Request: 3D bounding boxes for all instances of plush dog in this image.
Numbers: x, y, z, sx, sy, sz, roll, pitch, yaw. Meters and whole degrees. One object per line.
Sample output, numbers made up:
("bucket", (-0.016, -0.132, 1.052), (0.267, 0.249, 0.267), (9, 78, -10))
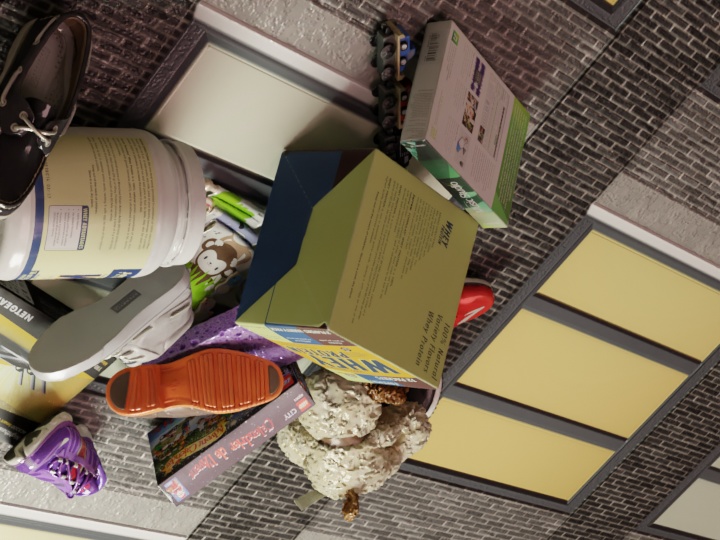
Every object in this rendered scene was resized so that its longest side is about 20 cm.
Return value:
("plush dog", (-0.023, 0.188, 1.845), (0.198, 0.161, 0.173), (-5, 123, 12))

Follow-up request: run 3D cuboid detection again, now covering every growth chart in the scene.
("growth chart", (-0.177, -0.008, 1.682), (0.144, 0.018, 0.200), (22, 117, -45))

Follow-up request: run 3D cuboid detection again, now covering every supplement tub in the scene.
("supplement tub", (-0.263, -0.065, 1.469), (0.199, 0.145, 0.146), (-1, 131, -32))

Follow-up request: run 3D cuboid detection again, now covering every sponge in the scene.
("sponge", (-0.139, 0.087, 1.733), (0.199, 0.030, 0.111), (-24, 144, 28))

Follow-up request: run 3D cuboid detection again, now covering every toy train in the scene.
("toy train", (0.037, -0.183, 1.632), (0.046, 0.034, 0.201), (-22, 139, -18))

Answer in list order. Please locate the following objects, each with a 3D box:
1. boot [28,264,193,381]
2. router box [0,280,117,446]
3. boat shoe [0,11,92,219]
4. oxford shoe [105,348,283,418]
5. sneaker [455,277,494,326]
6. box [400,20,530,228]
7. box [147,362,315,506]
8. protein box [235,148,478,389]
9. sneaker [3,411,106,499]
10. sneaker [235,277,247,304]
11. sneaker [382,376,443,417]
("boot", (-0.254, 0.075, 1.613), (0.200, 0.073, 0.096), (-35, 142, -25))
("router box", (-0.381, 0.088, 1.617), (0.157, 0.052, 0.200), (-40, 139, 9))
("boat shoe", (-0.287, -0.141, 1.348), (0.060, 0.201, 0.074), (-11, 143, 45))
("oxford shoe", (-0.181, 0.130, 1.719), (0.198, 0.072, 0.073), (-3, 166, 8))
("sneaker", (0.082, 0.077, 1.881), (0.199, 0.085, 0.077), (-23, 141, -11))
("box", (0.116, -0.153, 1.643), (0.036, 0.145, 0.200), (-2, 153, 34))
("box", (-0.153, 0.173, 1.781), (0.200, 0.137, 0.038), (-36, 113, 1))
("protein box", (0.000, 0.000, 1.642), (0.200, 0.134, 0.200), (30, 69, -47))
("sneaker", (-0.326, 0.213, 1.705), (0.081, 0.084, 0.200), (-39, 165, 2))
("sneaker", (-0.070, 0.058, 1.779), (0.199, 0.067, 0.091), (9, 122, -41))
("sneaker", (0.031, 0.179, 1.962), (0.090, 0.070, 0.201), (2, 131, -38))
